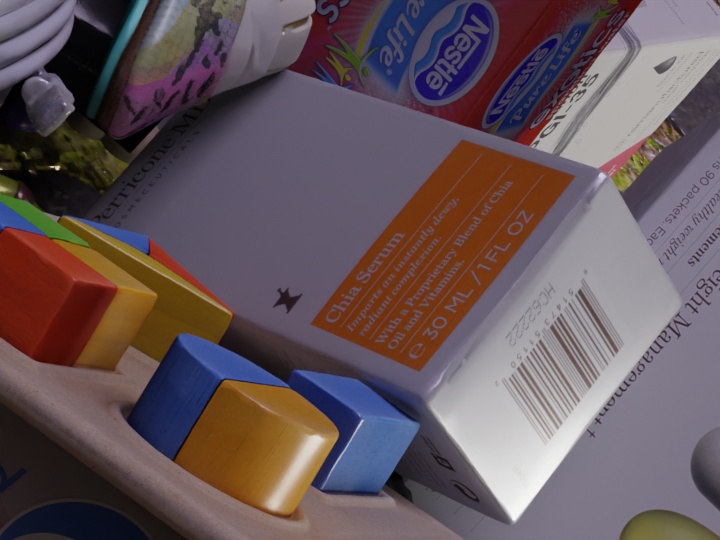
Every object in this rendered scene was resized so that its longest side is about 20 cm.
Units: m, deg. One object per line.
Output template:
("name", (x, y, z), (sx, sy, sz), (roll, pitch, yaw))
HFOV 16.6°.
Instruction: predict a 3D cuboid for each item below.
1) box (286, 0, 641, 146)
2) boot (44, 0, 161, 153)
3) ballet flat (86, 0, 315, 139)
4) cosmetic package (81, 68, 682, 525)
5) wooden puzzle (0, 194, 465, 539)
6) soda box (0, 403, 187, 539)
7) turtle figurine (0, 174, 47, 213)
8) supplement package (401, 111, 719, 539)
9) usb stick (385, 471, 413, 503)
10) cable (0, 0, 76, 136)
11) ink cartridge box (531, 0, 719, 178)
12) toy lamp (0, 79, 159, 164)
("box", (0.041, -0.107, 0.972), (0.095, 0.200, 0.100), (45, 27, 16))
("boot", (-0.140, -0.149, 0.958), (0.199, 0.066, 0.165), (31, 38, -10))
("ballet flat", (-0.051, -0.110, 0.899), (0.071, 0.069, 0.201), (23, 35, -14))
("cosmetic package", (0.000, 0.000, 0.856), (0.199, 0.102, 0.071), (20, -25, 46))
("wooden puzzle", (-0.051, 0.031, 0.718), (0.200, 0.046, 0.185), (39, 7, 19))
("soda box", (-0.104, 0.081, 0.690), (0.200, 0.064, 0.070), (38, 58, 19))
("turtle figurine", (-0.187, -0.062, 0.879), (0.199, 0.065, 0.162), (19, 27, -15))
("supplement package", (0.140, 0.080, 0.922), (0.200, 0.191, 0.147), (42, -6, -1))
("usb stick", (-0.063, 0.109, 0.768), (0.199, 0.033, 0.056), (-17, 92, -36))
("cable", (-0.189, -0.095, 0.788), (0.198, 0.070, 0.200), (-5, 26, -3))
("ink cartridge box", (0.064, -0.081, 1.139), (0.083, 0.147, 0.200), (50, 30, 16))
("toy lamp", (-0.052, -0.029, 1.016), (0.200, 0.058, 0.058), (36, 29, -14))
